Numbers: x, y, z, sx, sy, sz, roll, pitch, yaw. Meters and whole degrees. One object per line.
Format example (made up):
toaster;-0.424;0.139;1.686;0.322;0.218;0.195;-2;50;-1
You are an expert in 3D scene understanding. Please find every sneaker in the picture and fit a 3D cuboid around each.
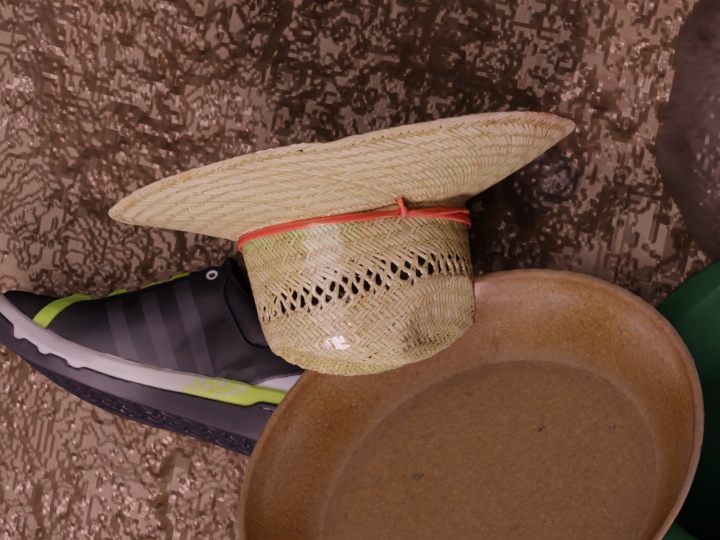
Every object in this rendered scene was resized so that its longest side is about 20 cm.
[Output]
sneaker;-0.083;0.032;0.886;0.198;0.072;0.084;17;75;17

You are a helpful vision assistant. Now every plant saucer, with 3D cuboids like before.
plant saucer;0.046;0.085;0.751;0.198;0.202;0.036;-11;133;20

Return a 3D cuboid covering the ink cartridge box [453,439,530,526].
ink cartridge box;0.046;0.200;0.796;0.201;0.083;0.145;-54;44;15

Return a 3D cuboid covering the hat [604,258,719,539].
hat;0.204;0.113;0.798;0.164;0.176;0.201;5;58;32

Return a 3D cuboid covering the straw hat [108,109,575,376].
straw hat;0.000;0.000;0.768;0.199;0.201;0.086;-14;83;20
